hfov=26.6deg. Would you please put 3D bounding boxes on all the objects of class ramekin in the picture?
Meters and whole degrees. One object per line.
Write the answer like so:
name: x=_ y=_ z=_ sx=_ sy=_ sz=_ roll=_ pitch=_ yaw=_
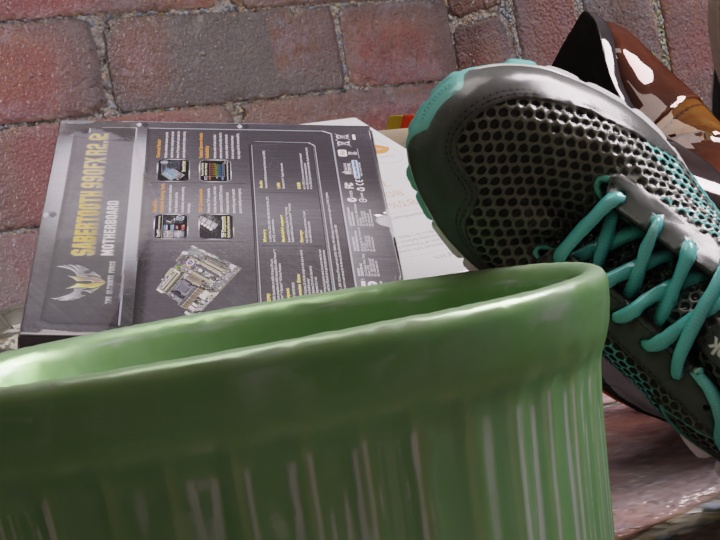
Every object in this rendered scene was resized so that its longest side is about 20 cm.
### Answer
ramekin: x=-0.027 y=0.062 z=0.399 sx=0.199 sy=0.098 sz=0.200 roll=-10 pitch=2 yaw=0

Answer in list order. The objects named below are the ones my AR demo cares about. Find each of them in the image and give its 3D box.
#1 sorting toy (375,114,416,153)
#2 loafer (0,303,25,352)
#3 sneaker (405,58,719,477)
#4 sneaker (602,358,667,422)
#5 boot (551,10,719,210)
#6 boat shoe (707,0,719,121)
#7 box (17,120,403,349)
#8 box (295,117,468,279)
sorting toy: x=0.095 y=-0.074 z=0.974 sx=0.199 sy=0.037 sz=0.185 roll=8 pitch=-2 yaw=-32
loafer: x=-0.082 y=0.050 z=0.716 sx=0.199 sy=0.070 sz=0.070 roll=14 pitch=22 yaw=-16
sneaker: x=0.101 y=0.008 z=0.467 sx=0.078 sy=0.200 sz=0.091 roll=-52 pitch=17 yaw=3
sneaker: x=0.147 y=0.040 z=0.715 sx=0.199 sy=0.078 sz=0.112 roll=3 pitch=-11 yaw=-41
boot: x=0.183 y=-0.035 z=0.670 sx=0.199 sy=0.069 sz=0.188 roll=17 pitch=21 yaw=-19
boat shoe: x=0.200 y=-0.077 z=0.737 sx=0.074 sy=0.201 sz=0.060 roll=6 pitch=39 yaw=27
box: x=-0.064 y=-0.003 z=0.682 sx=0.158 sy=0.049 sz=0.200 roll=0 pitch=30 yaw=-6
box: x=0.000 y=0.000 z=0.842 sx=0.124 sy=0.098 sz=0.200 roll=-11 pitch=31 yaw=-35
